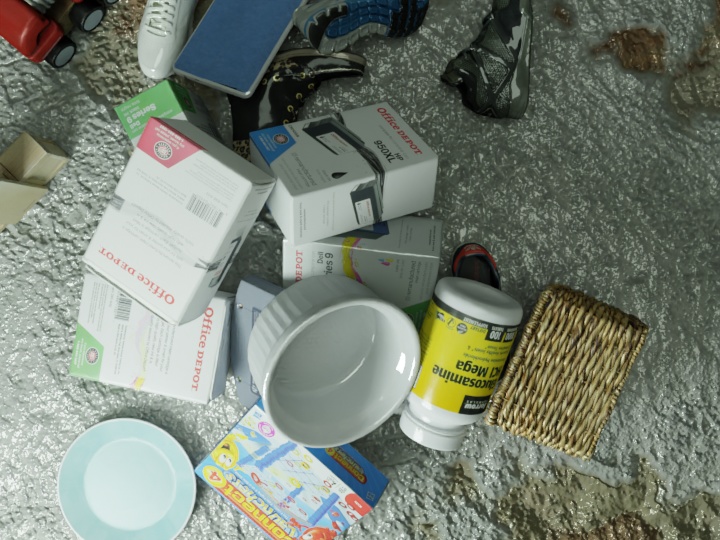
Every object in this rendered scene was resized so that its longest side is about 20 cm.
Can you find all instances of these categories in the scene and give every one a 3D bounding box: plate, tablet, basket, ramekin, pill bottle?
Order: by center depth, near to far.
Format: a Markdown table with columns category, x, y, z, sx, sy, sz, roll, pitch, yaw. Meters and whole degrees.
| category | x | y | z | sx | sy | sz | roll | pitch | yaw |
| --- | --- | --- | --- | --- | --- | --- | --- | --- | --- |
| ramekin | -0.037 | 0.102 | 0.914 | 0.200 | 0.098 | 0.201 | -13 | 120 | -23 |
| pill bottle | 0.119 | 0.118 | 0.959 | 0.112 | 0.112 | 0.200 | 18 | 106 | 1 |
| basket | 0.255 | 0.121 | 1.006 | 0.149 | 0.143 | 0.200 | 21 | 98 | -2 |
| tablet | -0.154 | -0.329 | 1.025 | 0.130 | 0.014 | 0.200 | 23 | 76 | 19 |
| plate | -0.332 | 0.308 | 1.093 | 0.200 | 0.026 | 0.200 | 0 | 93 | 1 |

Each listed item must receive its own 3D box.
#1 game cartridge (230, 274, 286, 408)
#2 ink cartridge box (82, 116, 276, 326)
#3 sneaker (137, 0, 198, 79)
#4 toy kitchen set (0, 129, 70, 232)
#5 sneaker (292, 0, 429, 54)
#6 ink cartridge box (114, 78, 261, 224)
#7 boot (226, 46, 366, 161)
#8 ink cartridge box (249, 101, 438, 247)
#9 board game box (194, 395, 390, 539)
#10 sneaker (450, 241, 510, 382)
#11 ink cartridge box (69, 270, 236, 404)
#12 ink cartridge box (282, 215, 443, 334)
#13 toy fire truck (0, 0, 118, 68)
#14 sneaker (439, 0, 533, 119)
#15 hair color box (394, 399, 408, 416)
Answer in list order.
| category | x | y | z | sx | sy | sz | roll | pitch | yaw |
| --- | --- | --- | --- | --- | --- | --- | --- | --- | --- |
| game cartridge | -0.117 | 0.110 | 1.018 | 0.133 | 0.041 | 0.200 | 21 | 120 | 27 |
| ink cartridge box | -0.213 | -0.057 | 0.897 | 0.146 | 0.085 | 0.200 | 34 | 105 | 8 |
| sneaker | -0.262 | -0.361 | 1.035 | 0.076 | 0.081 | 0.200 | 17 | 94 | -1 |
| toy kitchen set | -0.542 | -0.143 | 1.011 | 0.180 | 0.163 | 0.200 | 45 | 93 | 0 |
| sneaker | -0.001 | -0.350 | 1.017 | 0.200 | 0.087 | 0.075 | -20 | 133 | -27 |
| ink cartridge box | -0.221 | -0.135 | 1.009 | 0.084 | 0.146 | 0.200 | -27 | 91 | 5 |
| boot | -0.091 | -0.221 | 1.038 | 0.200 | 0.073 | 0.151 | -1 | 91 | 6 |
| ink cartridge box | -0.023 | -0.128 | 0.971 | 0.200 | 0.084 | 0.145 | -17 | 48 | -21 |
| board game box | -0.096 | 0.273 | 1.019 | 0.200 | 0.056 | 0.196 | 41 | 128 | 0 |
| sneaker | 0.162 | 0.061 | 1.037 | 0.075 | 0.085 | 0.200 | -13 | 92 | 2 |
| ink cartridge box | -0.277 | 0.087 | 1.046 | 0.200 | 0.084 | 0.145 | 11 | 93 | 6 |
| ink cartridge box | 0.000 | 0.000 | 1.009 | 0.200 | 0.088 | 0.145 | 9 | 130 | 3 |
| toy fire truck | -0.399 | -0.357 | 0.979 | 0.129 | 0.200 | 0.176 | 41 | 93 | 0 |
| sneaker | 0.169 | -0.306 | 1.025 | 0.114 | 0.076 | 0.200 | 2 | 98 | -5 |
| hair color box | 0.030 | 0.140 | 1.057 | 0.200 | 0.061 | 0.100 | 13 | 94 | 1 |
